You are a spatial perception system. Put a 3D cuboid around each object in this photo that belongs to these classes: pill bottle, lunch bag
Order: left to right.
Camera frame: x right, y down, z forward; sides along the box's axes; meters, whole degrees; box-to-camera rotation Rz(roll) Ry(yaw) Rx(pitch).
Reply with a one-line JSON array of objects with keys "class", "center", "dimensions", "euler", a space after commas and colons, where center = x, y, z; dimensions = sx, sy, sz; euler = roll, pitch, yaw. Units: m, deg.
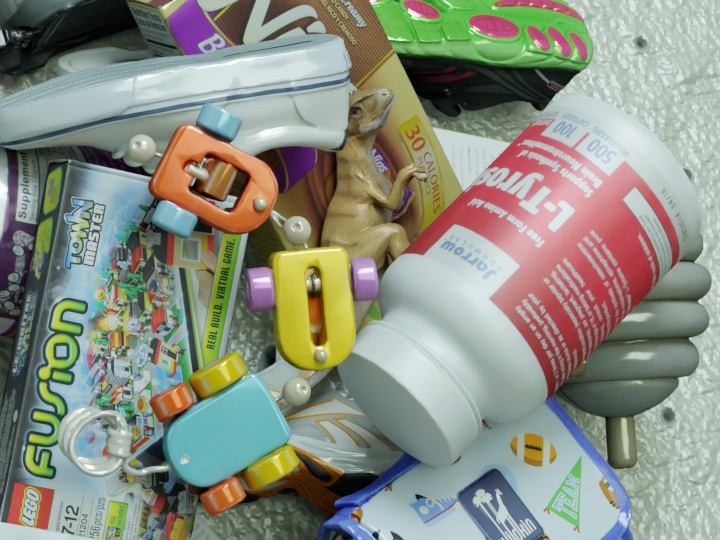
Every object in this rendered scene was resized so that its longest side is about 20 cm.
[{"class": "pill bottle", "center": [-0.181, -0.017, 1.610], "dimensions": [0.199, 0.112, 0.113], "euler": [11, 67, -24]}, {"class": "lunch bag", "center": [0.070, 0.183, 1.628], "dimensions": [0.170, 0.124, 0.201], "euler": [-33, 113, -36]}, {"class": "pill bottle", "center": [0.083, 0.008, 1.587], "dimensions": [0.112, 0.112, 0.200], "euler": [47, 70, -5]}]

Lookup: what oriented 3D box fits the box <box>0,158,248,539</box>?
[{"class": "box", "center": [-0.129, 0.051, 1.553], "dimensions": [0.110, 0.035, 0.201], "euler": [12, 85, -24]}]

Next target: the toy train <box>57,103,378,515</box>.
[{"class": "toy train", "center": [-0.077, 0.024, 1.532], "dimensions": [0.150, 0.056, 0.201], "euler": [22, 85, -9]}]

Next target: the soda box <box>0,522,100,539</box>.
[{"class": "soda box", "center": [-0.177, 0.169, 1.502], "dimensions": [0.199, 0.068, 0.064], "euler": [14, 67, -23]}]

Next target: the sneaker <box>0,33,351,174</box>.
[{"class": "sneaker", "center": [-0.098, -0.077, 1.574], "dimensions": [0.199, 0.073, 0.071], "euler": [-9, 102, -10]}]

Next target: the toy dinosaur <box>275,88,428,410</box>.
[{"class": "toy dinosaur", "center": [0.000, 0.000, 1.649], "dimensions": [0.106, 0.060, 0.201], "euler": [12, 85, -16]}]

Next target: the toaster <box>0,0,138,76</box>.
[{"class": "toaster", "center": [-0.166, -0.200, 1.689], "dimensions": [0.199, 0.114, 0.130], "euler": [-22, 79, -30]}]

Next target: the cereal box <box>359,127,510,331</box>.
[{"class": "cereal box", "center": [0.071, -0.009, 1.784], "dimensions": [0.199, 0.040, 0.145], "euler": [11, 68, -25]}]

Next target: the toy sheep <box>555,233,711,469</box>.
[{"class": "toy sheep", "center": [0.141, 0.016, 1.718], "dimensions": [0.137, 0.138, 0.201], "euler": [-3, 91, -29]}]

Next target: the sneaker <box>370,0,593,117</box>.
[{"class": "sneaker", "center": [0.044, -0.131, 1.789], "dimensions": [0.199, 0.084, 0.077], "euler": [10, 43, -18]}]

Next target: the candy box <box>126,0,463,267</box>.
[{"class": "candy box", "center": [-0.035, -0.096, 1.667], "dimensions": [0.116, 0.056, 0.201], "euler": [-34, 114, -18]}]

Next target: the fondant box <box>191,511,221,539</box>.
[{"class": "fondant box", "center": [-0.149, 0.175, 1.588], "dimensions": [0.200, 0.058, 0.144], "euler": [49, 58, -2]}]

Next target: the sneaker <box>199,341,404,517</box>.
[{"class": "sneaker", "center": [-0.023, 0.087, 1.682], "dimensions": [0.199, 0.076, 0.092], "euler": [11, 61, -27]}]

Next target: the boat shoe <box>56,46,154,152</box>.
[{"class": "boat shoe", "center": [-0.095, -0.098, 1.717], "dimensions": [0.199, 0.074, 0.061], "euler": [-11, 118, -45]}]
